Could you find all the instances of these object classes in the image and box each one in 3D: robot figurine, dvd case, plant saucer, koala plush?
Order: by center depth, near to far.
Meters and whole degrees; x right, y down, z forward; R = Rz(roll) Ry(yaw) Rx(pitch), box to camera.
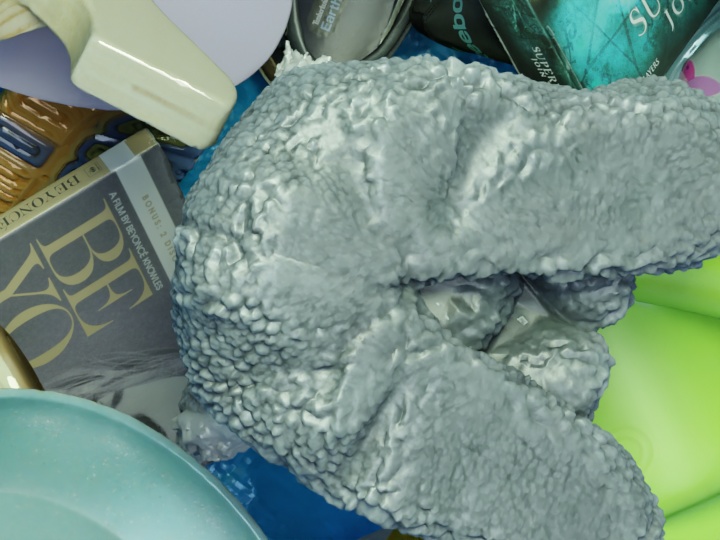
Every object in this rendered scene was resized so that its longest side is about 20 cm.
[{"bbox_3d":[-0.100,0.136,0.969,0.199,0.036,0.201,21,51,-29],"label":"plant saucer"},{"bbox_3d":[0.000,0.000,1.009,0.183,0.200,0.178,16,90,-22],"label":"koala plush"},{"bbox_3d":[-0.136,0.054,1.110,0.199,0.016,0.149,-32,131,-9],"label":"dvd case"},{"bbox_3d":[0.090,0.030,1.112,0.115,0.175,0.201,-21,84,-20],"label":"robot figurine"}]

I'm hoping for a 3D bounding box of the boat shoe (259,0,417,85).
[{"bbox_3d":[0.011,-0.159,1.132,0.074,0.062,0.201,18,91,-12],"label":"boat shoe"}]

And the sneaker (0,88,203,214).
[{"bbox_3d":[-0.077,-0.097,1.118,0.075,0.088,0.200,32,112,-19],"label":"sneaker"}]

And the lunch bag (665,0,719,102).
[{"bbox_3d":[0.214,-0.077,1.145,0.200,0.077,0.161,-36,135,-7],"label":"lunch bag"}]

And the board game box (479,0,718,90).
[{"bbox_3d":[0.100,-0.159,1.061,0.200,0.028,0.136,-53,127,-30],"label":"board game box"}]

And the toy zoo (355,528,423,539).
[{"bbox_3d":[-0.020,0.154,1.099,0.020,0.131,0.200,48,55,-14],"label":"toy zoo"}]

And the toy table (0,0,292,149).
[{"bbox_3d":[-0.119,-0.109,0.998,0.199,0.117,0.185,15,114,-4],"label":"toy table"}]

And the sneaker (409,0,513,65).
[{"bbox_3d":[0.100,-0.134,1.138,0.200,0.079,0.076,-30,108,-38],"label":"sneaker"}]

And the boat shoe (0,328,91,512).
[{"bbox_3d":[-0.127,0.107,1.089,0.065,0.072,0.201,-20,133,-10],"label":"boat shoe"}]
